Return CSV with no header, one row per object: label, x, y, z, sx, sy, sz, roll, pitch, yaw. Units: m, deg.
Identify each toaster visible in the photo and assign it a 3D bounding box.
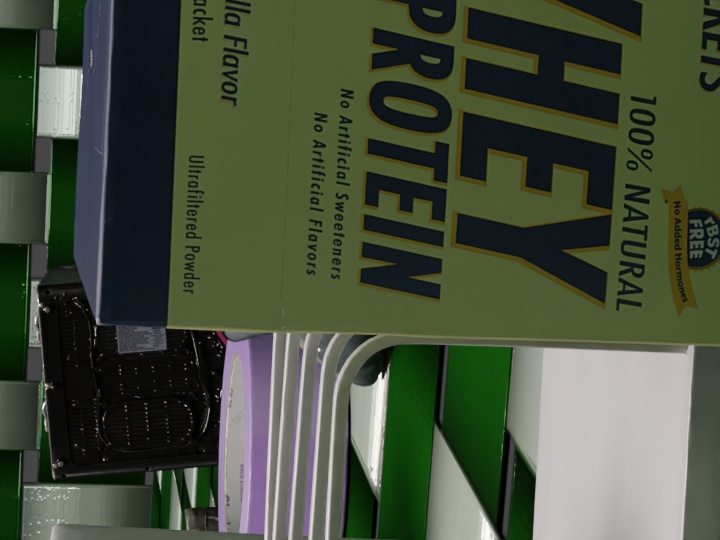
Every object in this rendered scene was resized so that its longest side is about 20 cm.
toaster,-0.191,0.081,2.177,0.119,0.199,0.182,-115,20,-77

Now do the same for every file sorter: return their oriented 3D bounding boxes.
file sorter,0.037,0.074,0.835,0.200,0.124,0.140,-146,59,-80

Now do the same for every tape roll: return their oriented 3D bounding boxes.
tape roll,-0.054,0.124,1.618,0.200,0.065,0.201,-177,90,-81

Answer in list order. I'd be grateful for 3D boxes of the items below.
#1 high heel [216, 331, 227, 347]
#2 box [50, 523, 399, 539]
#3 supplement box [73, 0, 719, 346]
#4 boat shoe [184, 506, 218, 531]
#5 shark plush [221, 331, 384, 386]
high heel,-0.093,0.061,1.782,0.068,0.096,0.201,-103,17,-59
box,-0.075,0.263,1.281,0.172,0.198,0.201,-99,15,-51
supplement box,0.017,-0.056,0.740,0.200,0.199,0.135,-145,58,-80
boat shoe,-0.113,0.277,1.834,0.071,0.063,0.201,179,94,-81
shark plush,0.000,0.000,1.333,0.091,0.083,0.200,-42,-8,-34
